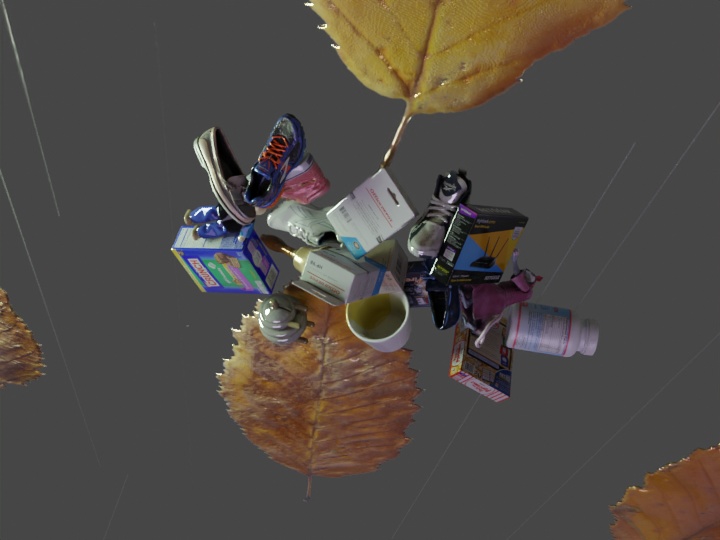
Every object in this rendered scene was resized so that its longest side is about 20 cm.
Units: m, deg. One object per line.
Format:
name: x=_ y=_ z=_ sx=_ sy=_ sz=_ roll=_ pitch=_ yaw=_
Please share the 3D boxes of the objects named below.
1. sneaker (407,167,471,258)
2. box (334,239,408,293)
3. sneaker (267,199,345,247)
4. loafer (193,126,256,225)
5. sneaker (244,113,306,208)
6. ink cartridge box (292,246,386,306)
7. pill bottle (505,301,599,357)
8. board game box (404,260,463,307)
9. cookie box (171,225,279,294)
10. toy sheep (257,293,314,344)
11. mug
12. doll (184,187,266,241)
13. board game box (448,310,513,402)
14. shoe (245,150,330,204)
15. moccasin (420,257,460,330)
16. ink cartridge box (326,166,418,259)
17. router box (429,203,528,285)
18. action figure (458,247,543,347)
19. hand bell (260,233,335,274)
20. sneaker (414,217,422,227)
sneaker: x=0.154 y=-0.121 z=1.477 sx=0.079 sy=0.199 sz=0.131 roll=29 pitch=139 yaw=24
box: x=0.000 y=0.000 z=1.762 sx=0.198 sy=0.096 sz=0.078 roll=-9 pitch=140 yaw=26
sneaker: x=-0.109 y=-0.097 z=1.672 sx=0.197 sy=0.088 sz=0.075 roll=5 pitch=143 yaw=13
loafer: x=-0.261 y=-0.189 z=1.548 sx=0.063 sy=0.072 sz=0.202 roll=-32 pitch=87 yaw=34
sneaker: x=-0.166 y=-0.204 z=1.497 sx=0.075 sy=0.078 sz=0.202 roll=28 pitch=111 yaw=13
ink cartridge box: x=-0.040 y=0.009 z=1.607 sx=0.115 sy=0.199 sz=0.067 roll=26 pitch=106 yaw=21
pill bottle: x=0.438 y=0.137 z=1.791 sx=0.197 sy=0.110 sz=0.109 roll=9 pitch=144 yaw=5
board game box: x=0.174 y=0.030 z=1.795 sx=0.197 sy=0.035 sz=0.136 roll=-4 pitch=141 yaw=23
cookie box: x=-0.316 y=-0.023 z=1.839 sx=0.197 sy=0.076 sz=0.172 roll=2 pitch=144 yaw=24
toy sheep: x=-0.193 y=0.121 z=1.956 sx=0.136 sy=0.139 sz=0.201 roll=6 pitch=147 yaw=10
mug: x=0.052 y=0.103 z=1.835 sx=0.147 sy=0.189 sz=0.153 roll=-14 pitch=154 yaw=8
doll: x=-0.294 y=-0.125 z=1.719 sx=0.198 sy=0.049 sz=0.138 roll=-11 pitch=113 yaw=25
board game box: x=0.288 y=0.184 z=1.823 sx=0.150 sy=0.202 sz=0.046 roll=30 pitch=142 yaw=-21
shoe: x=-0.159 y=-0.169 z=1.602 sx=0.198 sy=0.072 sz=0.091 roll=-18 pitch=129 yaw=30
moccasin: x=0.178 y=0.032 z=1.691 sx=0.080 sy=0.068 sz=0.203 roll=-7 pitch=103 yaw=38
ink cartridge box: x=0.034 y=-0.121 z=1.557 sx=0.199 sy=0.067 sz=0.117 roll=-34 pitch=90 yaw=46
router box: x=0.231 y=-0.049 z=1.509 sx=0.051 sy=0.199 sz=0.151 roll=34 pitch=112 yaw=33
action figure: x=0.313 y=0.053 z=1.685 sx=0.198 sy=0.150 sz=0.134 roll=-18 pitch=156 yaw=-12
hand bell: x=-0.152 y=-0.042 z=1.742 sx=0.199 sy=0.104 sz=0.105 roll=28 pitch=155 yaw=34
sneaker: x=0.202 y=-0.054 z=1.642 sx=0.198 sy=0.074 sz=0.080 roll=20 pitch=146 yaw=-8
